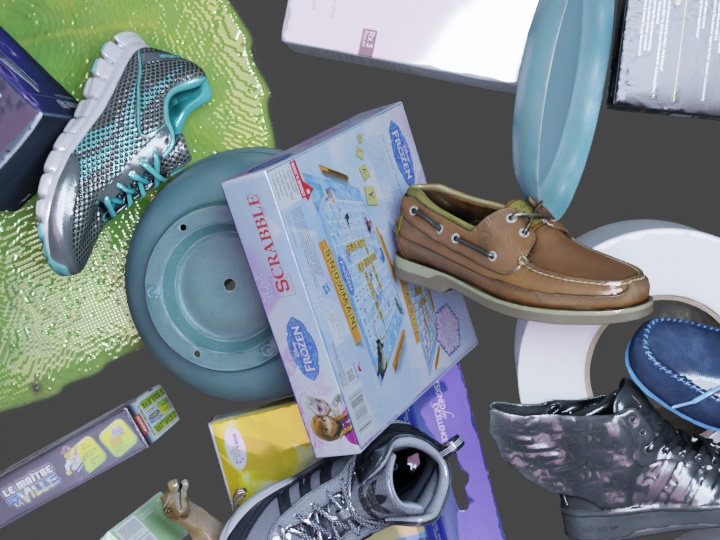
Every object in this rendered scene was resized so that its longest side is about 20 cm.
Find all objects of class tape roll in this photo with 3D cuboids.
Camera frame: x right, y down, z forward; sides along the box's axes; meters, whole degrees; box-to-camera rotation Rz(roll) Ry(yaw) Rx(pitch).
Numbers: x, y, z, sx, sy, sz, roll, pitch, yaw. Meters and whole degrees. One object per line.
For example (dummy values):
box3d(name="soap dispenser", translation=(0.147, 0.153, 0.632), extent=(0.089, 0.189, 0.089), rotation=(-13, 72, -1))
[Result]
box3d(name="tape roll", translation=(0.213, 0.065, 1.026), extent=(0.202, 0.139, 0.203), rotation=(0, 95, 4))

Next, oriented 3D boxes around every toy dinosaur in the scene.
box3d(name="toy dinosaur", translation=(-0.093, 0.237, 1.052), extent=(0.101, 0.058, 0.200), rotation=(-16, 99, -12))

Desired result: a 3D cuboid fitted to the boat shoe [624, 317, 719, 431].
box3d(name="boat shoe", translation=(0.274, 0.069, 0.910), extent=(0.200, 0.069, 0.084), rotation=(16, 59, -5))

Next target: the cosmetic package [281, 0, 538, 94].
box3d(name="cosmetic package", translation=(0.050, -0.201, 1.048), extent=(0.200, 0.081, 0.113), rotation=(9, 93, 5))

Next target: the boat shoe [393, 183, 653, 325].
box3d(name="boat shoe", translation=(0.101, -0.014, 0.931), extent=(0.200, 0.072, 0.068), rotation=(13, 109, 37))

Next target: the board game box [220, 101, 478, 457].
box3d(name="board game box", translation=(0.000, 0.000, 1.000), extent=(0.041, 0.199, 0.200), rotation=(-11, 102, 32))

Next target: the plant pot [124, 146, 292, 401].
box3d(name="plant pot", translation=(-0.089, 0.007, 1.051), extent=(0.200, 0.134, 0.201), rotation=(0, 94, 6))

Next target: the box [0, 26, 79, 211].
box3d(name="box", translation=(-0.317, -0.144, 1.053), extent=(0.200, 0.148, 0.104), rotation=(44, 96, -1))

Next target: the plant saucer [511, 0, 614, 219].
box3d(name="plant saucer", translation=(0.142, -0.133, 0.991), extent=(0.027, 0.200, 0.200), rotation=(12, 96, 18))

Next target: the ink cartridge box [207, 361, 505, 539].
box3d(name="ink cartridge box", translation=(0.003, 0.186, 1.101), extent=(0.200, 0.047, 0.198), rotation=(-15, 94, 8))

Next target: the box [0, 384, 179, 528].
box3d(name="box", translation=(-0.244, 0.157, 1.088), extent=(0.200, 0.110, 0.035), rotation=(-29, 92, 7))

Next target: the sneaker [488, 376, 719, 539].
box3d(name="sneaker", translation=(0.191, 0.119, 0.932), extent=(0.200, 0.060, 0.104), rotation=(-12, 98, 9))

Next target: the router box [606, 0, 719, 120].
box3d(name="router box", translation=(0.269, -0.212, 1.042), extent=(0.149, 0.051, 0.200), rotation=(7, 95, 3))

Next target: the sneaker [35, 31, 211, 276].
box3d(name="sneaker", translation=(-0.173, -0.085, 1.045), extent=(0.091, 0.078, 0.200), rotation=(15, 72, 12))

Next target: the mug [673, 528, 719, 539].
box3d(name="mug", translation=(0.306, 0.277, 1.016), extent=(0.200, 0.175, 0.148), rotation=(0, 95, 5))

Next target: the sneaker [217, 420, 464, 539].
box3d(name="sneaker", translation=(-0.015, 0.169, 0.991), extent=(0.200, 0.114, 0.076), rotation=(-35, 95, -24))

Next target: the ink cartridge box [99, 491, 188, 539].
box3d(name="ink cartridge box", translation=(-0.222, 0.267, 1.077), extent=(0.048, 0.146, 0.200), rotation=(45, 97, 3))
